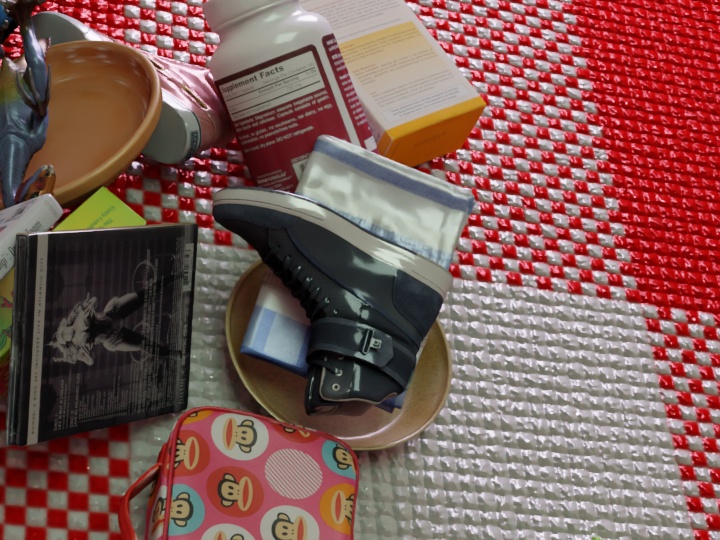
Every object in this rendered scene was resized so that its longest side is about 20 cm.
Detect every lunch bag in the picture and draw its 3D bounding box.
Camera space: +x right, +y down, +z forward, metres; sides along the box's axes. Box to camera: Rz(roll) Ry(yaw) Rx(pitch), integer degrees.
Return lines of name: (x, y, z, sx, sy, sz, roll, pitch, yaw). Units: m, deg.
lunch bag: (-0.093, 0.201, 1.210, 0.175, 0.082, 0.201, 15, 51, -13)

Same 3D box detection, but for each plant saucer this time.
plant saucer: (-0.022, 0.069, 1.373, 0.199, 0.035, 0.201, 13, 51, -16)
plant saucer: (-0.253, -0.112, 1.347, 0.199, 0.038, 0.201, -11, 45, 11)

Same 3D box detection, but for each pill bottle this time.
pill bottle: (-0.061, -0.149, 1.418, 0.113, 0.113, 0.201, -26, 99, -37)

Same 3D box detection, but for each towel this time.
towel: (0.000, 0.000, 1.343, 0.146, 0.024, 0.201, 22, 75, -8)

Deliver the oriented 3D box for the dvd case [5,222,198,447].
dvd case: (-0.187, 0.042, 1.214, 0.016, 0.150, 0.200, 8, 7, 29)

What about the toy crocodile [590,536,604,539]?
toy crocodile: (0.177, 0.293, 1.287, 0.067, 0.062, 0.200, 25, 44, -5)

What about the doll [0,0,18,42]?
doll: (-0.300, -0.231, 1.411, 0.048, 0.136, 0.200, 44, 76, -20)

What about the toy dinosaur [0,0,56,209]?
toy dinosaur: (-0.256, -0.119, 1.278, 0.200, 0.105, 0.182, 7, 68, -67)

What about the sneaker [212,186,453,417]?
sneaker: (-0.042, 0.029, 1.279, 0.202, 0.077, 0.147, 25, 74, -6)

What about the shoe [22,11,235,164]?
shoe: (-0.201, -0.164, 1.452, 0.200, 0.072, 0.091, 36, 27, 17)

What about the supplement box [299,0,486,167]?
supplement box: (0.006, -0.190, 1.556, 0.126, 0.074, 0.200, -22, 67, -35)

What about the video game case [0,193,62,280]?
video game case: (-0.325, 0.026, 1.172, 0.024, 0.199, 0.182, 56, 45, -21)

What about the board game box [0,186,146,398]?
board game box: (-0.251, 0.031, 1.252, 0.048, 0.102, 0.200, 39, 49, 3)
